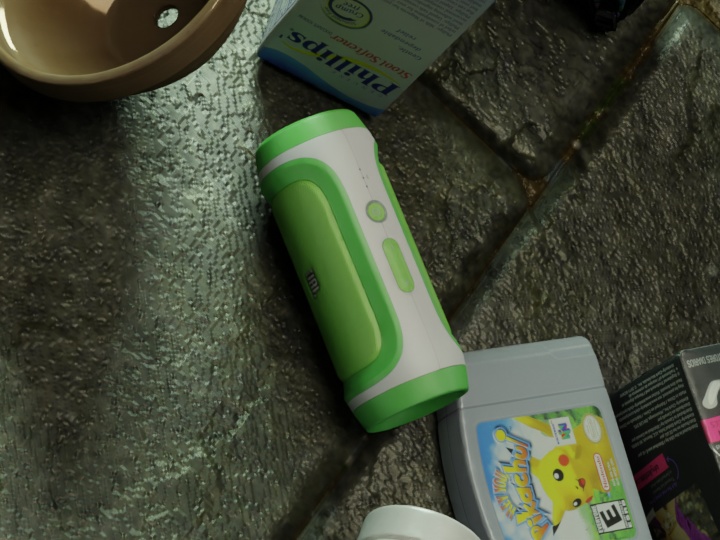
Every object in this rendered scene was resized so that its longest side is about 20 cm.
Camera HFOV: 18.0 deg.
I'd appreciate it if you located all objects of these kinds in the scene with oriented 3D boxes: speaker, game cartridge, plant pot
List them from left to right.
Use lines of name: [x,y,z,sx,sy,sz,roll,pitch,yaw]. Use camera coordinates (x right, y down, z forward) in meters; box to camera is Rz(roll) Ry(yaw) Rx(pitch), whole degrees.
plant pot: [-0.142,-0.183,1.459,0.093,0.199,0.202,51,40,-54]
speaker: [0.000,0.000,1.489,0.088,0.088,0.201,-15,77,-34]
game cartridge: [0.123,0.146,1.528,0.133,0.040,0.201,-8,73,-28]

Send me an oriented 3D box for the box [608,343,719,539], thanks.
box: [0.266,0.155,1.562,0.122,0.106,0.201,-10,75,-32]

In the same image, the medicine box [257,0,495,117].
medicine box: [0.033,-0.236,1.542,0.102,0.200,0.183,26,58,-15]

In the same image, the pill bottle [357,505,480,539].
pill bottle: [0.012,0.248,1.372,0.111,0.111,0.201,30,57,-15]

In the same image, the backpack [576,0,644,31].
backpack: [0.179,-0.296,1.653,0.182,0.200,0.135,27,58,-16]
